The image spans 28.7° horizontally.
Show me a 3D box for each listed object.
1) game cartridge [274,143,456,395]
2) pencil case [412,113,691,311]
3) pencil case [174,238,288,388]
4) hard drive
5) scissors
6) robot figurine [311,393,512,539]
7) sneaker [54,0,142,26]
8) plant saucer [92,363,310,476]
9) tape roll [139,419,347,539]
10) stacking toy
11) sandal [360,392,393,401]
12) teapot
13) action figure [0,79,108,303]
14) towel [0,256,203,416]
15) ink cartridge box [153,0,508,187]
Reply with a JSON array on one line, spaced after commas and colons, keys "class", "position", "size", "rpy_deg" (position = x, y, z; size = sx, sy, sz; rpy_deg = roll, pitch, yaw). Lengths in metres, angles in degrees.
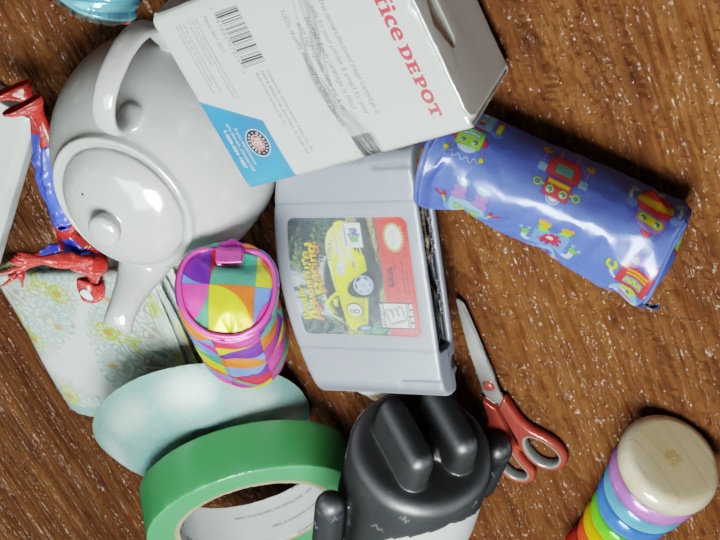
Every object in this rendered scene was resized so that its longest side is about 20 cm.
[{"class": "game cartridge", "position": [0.000, 0.000, 1.089], "size": [0.132, 0.041, 0.203], "rpy_deg": [1, 109, 32]}, {"class": "pencil case", "position": [0.133, -0.047, 0.992], "size": [0.198, 0.079, 0.087], "rpy_deg": [25, 154, 5]}, {"class": "pencil case", "position": [-0.099, 0.036, 1.117], "size": [0.088, 0.089, 0.200], "rpy_deg": [26, 167, 4]}, {"class": "hard drive", "position": [-0.358, -0.089, 1.228], "size": [0.131, 0.026, 0.201], "rpy_deg": [29, 126, 2]}, {"class": "scissors", "position": [0.107, 0.106, 1.185], "size": [0.073, 0.014, 0.201], "rpy_deg": [-15, 122, 39]}, {"class": "robot figurine", "position": [0.043, 0.184, 1.179], "size": [0.148, 0.126, 0.201], "rpy_deg": [15, 139, 3]}, {"class": "sneaker", "position": [-0.229, -0.264, 1.009], "size": [0.199, 0.079, 0.096], "rpy_deg": [32, 112, 2]}, {"class": "plant saucer", "position": [-0.142, 0.152, 1.272], "size": [0.198, 0.039, 0.202], "rpy_deg": [-7, 145, -5]}, {"class": "tape roll", "position": [-0.100, 0.205, 1.279], "size": [0.198, 0.049, 0.201], "rpy_deg": [-12, 148, -7]}, {"class": "stacking toy", "position": [0.219, 0.203, 1.174], "size": [0.085, 0.086, 0.201], "rpy_deg": [28, 142, 2]}, {"class": "sandal", "position": [-0.005, 0.047, 1.159], "size": [0.078, 0.059, 0.208], "rpy_deg": [3, 130, 24]}, {"class": "teapot", "position": [-0.164, -0.077, 1.072], "size": [0.196, 0.147, 0.201], "rpy_deg": [-21, 116, 39]}, {"class": "action figure", "position": [-0.273, -0.045, 1.165], "size": [0.065, 0.098, 0.202], "rpy_deg": [46, 160, 55]}, {"class": "towel", "position": [-0.223, 0.061, 1.299], "size": [0.198, 0.048, 0.173], "rpy_deg": [-1, 125, 28]}, {"class": "ink cartridge box", "position": [-0.020, -0.156, 0.967], "size": [0.198, 0.084, 0.146], "rpy_deg": [-11, 119, 35]}]
